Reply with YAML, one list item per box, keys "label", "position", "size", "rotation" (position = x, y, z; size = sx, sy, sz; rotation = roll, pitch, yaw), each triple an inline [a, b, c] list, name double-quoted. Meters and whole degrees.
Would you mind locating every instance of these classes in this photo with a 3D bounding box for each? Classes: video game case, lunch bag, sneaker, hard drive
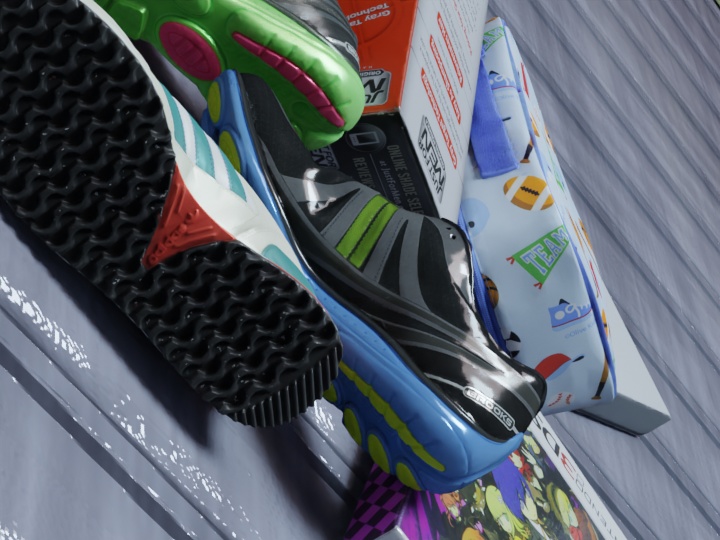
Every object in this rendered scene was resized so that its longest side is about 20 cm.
- label: "video game case"
  position: [0.070, 0.137, 1.108]
  size: [0.182, 0.036, 0.200]
  rotation: [55, 23, -13]
- label: "lunch bag"
  position: [0.073, -0.030, 1.325]
  size: [0.201, 0.075, 0.161]
  rotation: [-103, 173, -50]
- label: "sneaker"
  position: [0.000, 0.000, 1.047]
  size: [0.082, 0.071, 0.200]
  rotation: [-28, 69, -30]
- label: "hard drive"
  position: [0.113, -0.002, 1.532]
  size: [0.132, 0.027, 0.201]
  rotation: [24, 37, -63]
- label: "sneaker"
  position: [-0.073, -0.137, 1.116]
  size: [0.200, 0.077, 0.084]
  rotation: [49, 28, -21]
- label: "sneaker"
  position: [-0.086, -0.031, 0.965]
  size: [0.200, 0.070, 0.093]
  rotation: [51, 0, -19]

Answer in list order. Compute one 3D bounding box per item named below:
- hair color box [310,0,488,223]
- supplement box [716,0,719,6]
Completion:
- label: "hair color box"
  position: [0.016, -0.113, 1.245]
  size: [0.102, 0.061, 0.201]
  rotation: [67, 24, -45]
- label: "supplement box"
  position: [0.444, -0.425, 3.048]
  size: [0.200, 0.134, 0.200]
  rotation: [54, 17, -15]
